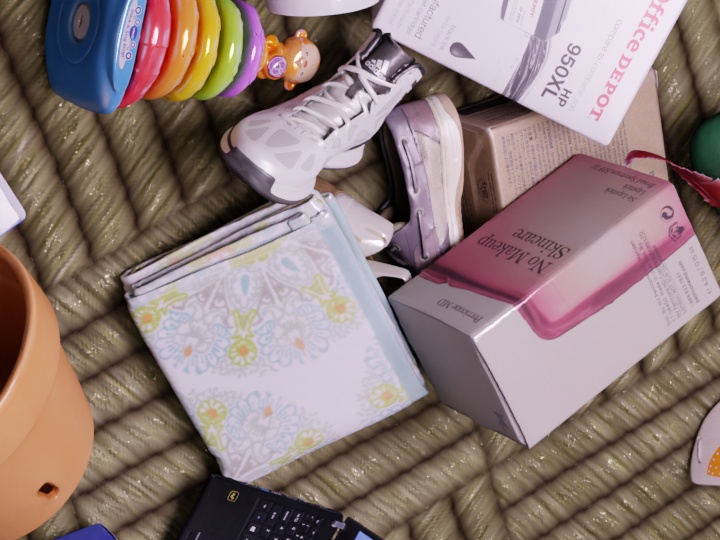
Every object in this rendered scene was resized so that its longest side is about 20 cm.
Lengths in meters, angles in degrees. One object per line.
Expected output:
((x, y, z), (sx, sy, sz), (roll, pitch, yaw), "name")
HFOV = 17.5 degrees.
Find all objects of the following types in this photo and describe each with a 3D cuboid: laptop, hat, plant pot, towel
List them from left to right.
((-0.273, 0.096, 1.581), (0.200, 0.200, 0.140), (-48, 138, -11), "plant pot")
((-0.062, 0.049, 1.738), (0.171, 0.048, 0.200), (-24, 117, 6), "towel")
((-0.055, 0.275, 1.782), (0.200, 0.103, 0.177), (21, 102, -33), "laptop")
((0.271, -0.089, 1.897), (0.176, 0.200, 0.166), (5, 57, -7), "hat")

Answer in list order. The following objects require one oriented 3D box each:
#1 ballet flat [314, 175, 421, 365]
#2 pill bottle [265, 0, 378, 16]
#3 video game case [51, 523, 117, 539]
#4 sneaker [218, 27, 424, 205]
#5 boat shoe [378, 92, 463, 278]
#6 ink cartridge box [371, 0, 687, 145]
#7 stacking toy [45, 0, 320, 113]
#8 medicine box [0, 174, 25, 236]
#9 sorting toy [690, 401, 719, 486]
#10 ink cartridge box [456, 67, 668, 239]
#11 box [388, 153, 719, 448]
((0.000, 0.000, 1.773), (0.200, 0.072, 0.068), (68, 29, -26), "ballet flat")
((-0.035, -0.287, 1.657), (0.113, 0.113, 0.200), (-14, 110, -28), "pill bottle")
((-0.255, 0.303, 1.713), (0.200, 0.045, 0.182), (-19, 111, -21), "video game case")
((-0.024, -0.121, 1.666), (0.115, 0.076, 0.200), (-52, 172, 25), "sneaker")
((0.043, -0.037, 1.799), (0.065, 0.072, 0.200), (-8, 114, -16), "boat shoe")
((0.127, -0.204, 1.730), (0.200, 0.084, 0.145), (26, 106, -7), "ink cartridge box")
((-0.111, -0.158, 1.651), (0.200, 0.110, 0.116), (8, 99, -35), "stacking toy")
((-0.341, -0.037, 1.486), (0.182, 0.200, 0.103), (-39, 117, -17), "medicine box")
((0.403, 0.117, 2.055), (0.200, 0.107, 0.180), (16, 75, -33), "sorting toy")
((0.163, -0.050, 1.862), (0.165, 0.075, 0.200), (-21, 112, -27), "ink cartridge box")
((0.145, 0.019, 1.749), (0.200, 0.128, 0.109), (-37, 118, -18), "box")
